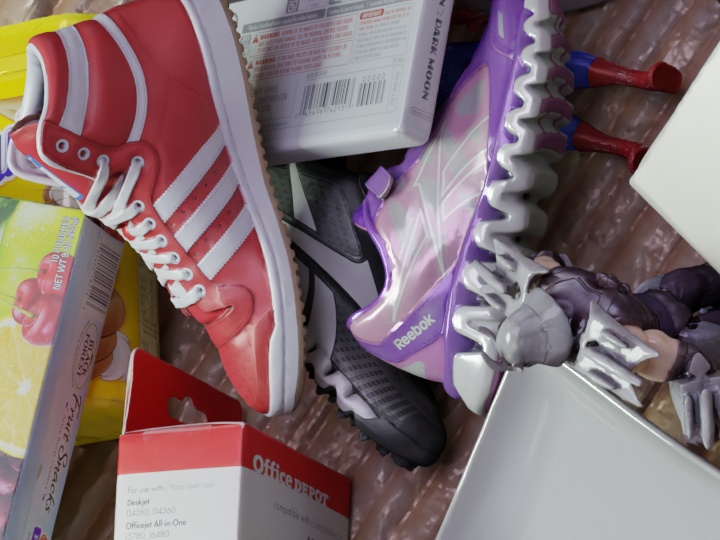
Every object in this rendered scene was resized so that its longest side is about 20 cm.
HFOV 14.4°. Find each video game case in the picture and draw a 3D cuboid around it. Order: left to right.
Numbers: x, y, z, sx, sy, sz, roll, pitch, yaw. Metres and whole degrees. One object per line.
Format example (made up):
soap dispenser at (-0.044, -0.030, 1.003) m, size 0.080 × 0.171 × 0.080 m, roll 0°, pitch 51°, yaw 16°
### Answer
video game case at (-0.024, -0.138, 1.347) m, size 0.200 × 0.023 × 0.182 m, roll -5°, pitch 70°, yaw 50°

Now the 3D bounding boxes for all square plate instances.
square plate at (0.114, 0.160, 1.237) m, size 0.200 × 0.028 × 0.198 m, roll 35°, pitch 115°, yaw 30°

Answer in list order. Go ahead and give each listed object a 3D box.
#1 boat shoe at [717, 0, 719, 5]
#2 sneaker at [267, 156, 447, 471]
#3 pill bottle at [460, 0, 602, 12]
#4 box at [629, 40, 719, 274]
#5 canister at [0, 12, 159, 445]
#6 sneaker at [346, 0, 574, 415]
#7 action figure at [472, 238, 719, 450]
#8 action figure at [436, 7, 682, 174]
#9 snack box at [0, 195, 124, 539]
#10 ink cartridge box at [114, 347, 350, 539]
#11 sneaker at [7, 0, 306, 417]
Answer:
boat shoe at (0.174, -0.183, 1.334) m, size 0.070 × 0.066 × 0.200 m, roll -19°, pitch 66°, yaw 17°
sneaker at (0.000, 0.000, 1.355) m, size 0.090 × 0.066 × 0.200 m, roll -38°, pitch 60°, yaw 12°
pill bottle at (0.078, -0.234, 1.370) m, size 0.112 × 0.112 × 0.200 m, roll -17°, pitch 66°, yaw 19°
box at (0.236, -0.022, 1.188) m, size 0.200 × 0.128 × 0.109 m, roll 47°, pitch 129°, yaw 22°
canister at (-0.170, -0.014, 1.428) m, size 0.148 × 0.087 × 0.201 m, roll -10°, pitch 71°, yaw 21°
sneaker at (0.043, -0.039, 1.291) m, size 0.088 × 0.080 × 0.201 m, roll 11°, pitch 87°, yaw 17°
action figure at (0.132, 0.025, 1.215) m, size 0.130 × 0.200 × 0.069 m, roll 49°, pitch 133°, yaw 39°
action figure at (0.052, -0.093, 1.370) m, size 0.200 × 0.052 × 0.066 m, roll 14°, pitch 98°, yaw 30°
snack box at (-0.205, 0.063, 1.343) m, size 0.142 × 0.053 × 0.200 m, roll 8°, pitch 78°, yaw 22°
ink cartridge box at (-0.059, 0.142, 1.307) m, size 0.067 × 0.116 × 0.201 m, roll -6°, pitch 72°, yaw 24°
sneaker at (-0.095, -0.022, 1.290) m, size 0.112 × 0.071 × 0.200 m, roll -14°, pitch 88°, yaw -21°
